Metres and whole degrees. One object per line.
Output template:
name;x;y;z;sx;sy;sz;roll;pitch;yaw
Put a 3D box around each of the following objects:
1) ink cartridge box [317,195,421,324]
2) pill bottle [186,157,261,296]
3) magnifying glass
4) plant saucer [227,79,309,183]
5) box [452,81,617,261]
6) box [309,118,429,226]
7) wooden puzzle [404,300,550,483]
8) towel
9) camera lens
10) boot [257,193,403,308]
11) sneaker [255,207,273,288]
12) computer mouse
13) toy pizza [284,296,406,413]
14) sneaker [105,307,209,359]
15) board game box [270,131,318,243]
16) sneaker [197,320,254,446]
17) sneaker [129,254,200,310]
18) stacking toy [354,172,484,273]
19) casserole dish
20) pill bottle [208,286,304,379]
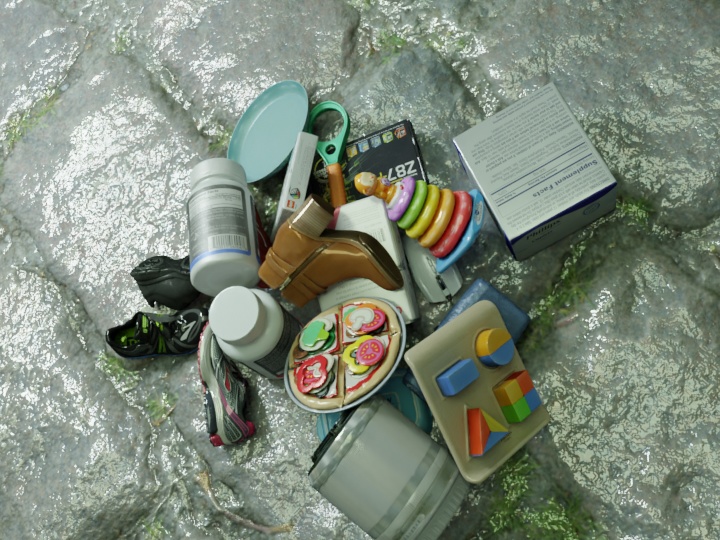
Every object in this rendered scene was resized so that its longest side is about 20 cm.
ink cartridge box;0.000;0.000;1.322;0.143;0.083;0.205;-16;85;11
pill bottle;-0.222;-0.072;1.346;0.111;0.114;0.204;-16;59;11
magnifying glass;-0.048;-0.194;1.411;0.078;0.022;0.205;-15;68;14
plant saucer;-0.157;-0.239;1.472;0.197;0.027;0.204;-22;53;32
box;0.270;-0.151;1.303;0.181;0.105;0.203;-28;66;5
box;0.015;-0.143;1.410;0.196;0.049;0.165;-18;70;12
wooden puzzle;0.174;0.163;1.173;0.183;0.046;0.203;-29;90;-34
towel;0.158;0.119;1.261;0.111;0.049;0.201;39;88;-4
camera lens;0.036;0.285;1.178;0.199;0.160;0.161;38;85;6
boot;-0.046;0.002;1.261;0.199;0.074;0.156;40;109;1
sneaker;-0.214;-0.032;1.440;0.114;0.078;0.203;-32;54;14
computer mouse;0.120;0.010;1.329;0.108;0.044;0.202;-31;66;6
toy pizza;-0.027;0.112;1.204;0.196;0.032;0.203;-20;42;18
sneaker;-0.341;0.106;1.417;0.195;0.083;0.072;-12;69;12
board game box;-0.110;-0.127;1.366;0.034;0.200;0.129;14;75;-8
sneaker;-0.220;0.178;1.363;0.073;0.081;0.205;-10;82;-4
sneaker;-0.297;0.022;1.431;0.196;0.093;0.076;-1;28;30
stacking toy;0.079;-0.098;1.262;0.197;0.110;0.118;26;50;-14
casserole dish;0.019;0.220;1.294;0.196;0.039;0.124;-17;69;10
pill bottle;-0.159;0.094;1.301;0.108;0.200;0.113;-5;70;14
